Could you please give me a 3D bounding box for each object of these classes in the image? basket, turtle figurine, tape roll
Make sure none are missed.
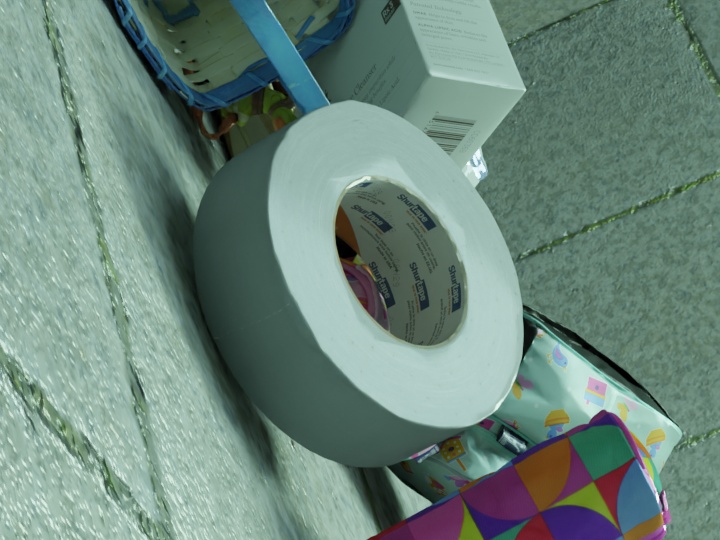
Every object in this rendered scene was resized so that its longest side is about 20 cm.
[{"bbox_3d":[-0.075,-0.170,1.364,0.200,0.139,0.176,61,2,38],"label":"basket"},{"bbox_3d":[-0.021,-0.079,1.486,0.200,0.064,0.161,50,29,18],"label":"turtle figurine"},{"bbox_3d":[0.002,0.007,1.280,0.200,0.066,0.201,27,49,-36],"label":"tape roll"}]

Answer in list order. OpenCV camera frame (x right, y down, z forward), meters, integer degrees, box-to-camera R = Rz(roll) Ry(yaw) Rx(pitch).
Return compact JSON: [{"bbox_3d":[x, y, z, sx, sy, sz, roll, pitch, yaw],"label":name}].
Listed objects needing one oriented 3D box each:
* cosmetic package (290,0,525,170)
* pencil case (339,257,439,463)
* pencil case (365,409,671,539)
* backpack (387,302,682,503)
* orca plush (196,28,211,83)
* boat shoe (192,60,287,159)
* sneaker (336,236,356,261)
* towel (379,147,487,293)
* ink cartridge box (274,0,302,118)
[{"bbox_3d":[0.020,-0.160,1.455,0.081,0.113,0.200,5,49,-34],"label":"cosmetic package"},{"bbox_3d":[-0.003,0.061,1.425,0.200,0.087,0.088,56,13,-63],"label":"pencil case"},{"bbox_3d":[0.081,0.160,1.286,0.089,0.200,0.088,58,3,-5],"label":"pencil case"},{"bbox_3d":[0.116,0.112,1.597,0.200,0.154,0.176,26,-11,-25],"label":"backpack"},{"bbox_3d":[-0.086,-0.219,1.552,0.105,0.071,0.200,48,54,-56],"label":"orca plush"},{"bbox_3d":[-0.071,-0.130,1.576,0.074,0.069,0.200,36,32,-78],"label":"boat shoe"},{"bbox_3d":[0.000,0.000,1.683,0.084,0.077,0.200,-106,170,-73],"label":"sneaker"},{"bbox_3d":[0.038,-0.084,1.661,0.200,0.024,0.147,-53,133,-50],"label":"towel"},{"bbox_3d":[-0.046,-0.177,1.729,0.067,0.116,0.200,-51,117,-87],"label":"ink cartridge box"}]
